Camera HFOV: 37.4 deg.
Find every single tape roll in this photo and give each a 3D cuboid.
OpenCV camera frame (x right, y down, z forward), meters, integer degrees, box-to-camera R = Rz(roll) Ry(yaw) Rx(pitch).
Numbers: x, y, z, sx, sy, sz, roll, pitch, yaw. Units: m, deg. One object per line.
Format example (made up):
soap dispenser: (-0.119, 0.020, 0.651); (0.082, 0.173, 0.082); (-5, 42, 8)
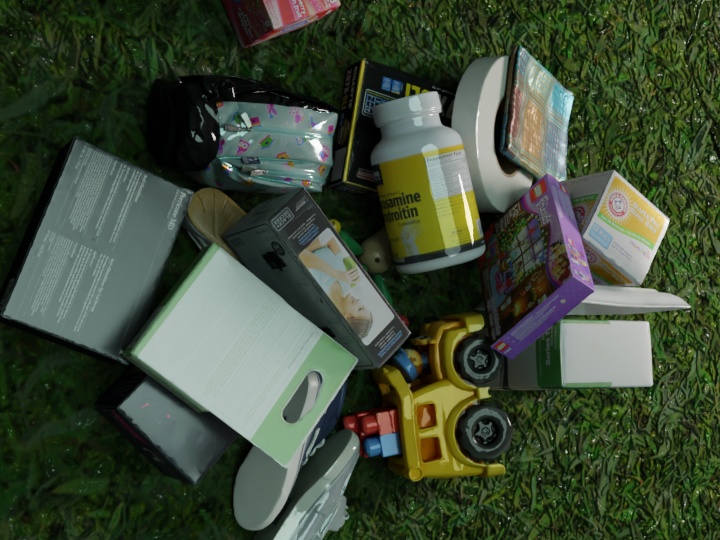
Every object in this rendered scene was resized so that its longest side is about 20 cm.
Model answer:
tape roll: (0.176, -0.173, 1.363); (0.203, 0.037, 0.204); (-7, 98, -58)

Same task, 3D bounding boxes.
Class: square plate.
square plate: (0.281, 0.039, 1.368); (0.199, 0.198, 0.029); (4, 84, -29)

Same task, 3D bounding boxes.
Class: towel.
towel: (0.236, -0.196, 1.405); (0.200, 0.022, 0.147); (20, 75, -58)

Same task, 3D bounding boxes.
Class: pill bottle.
pill bottle: (0.074, -0.103, 1.259); (0.112, 0.112, 0.201); (-16, 94, -29)

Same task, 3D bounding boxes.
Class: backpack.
backpack: (-0.125, -0.150, 1.192); (0.199, 0.167, 0.127); (4, 101, -32)

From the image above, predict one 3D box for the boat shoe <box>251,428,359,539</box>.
boat shoe: (-0.055, 0.281, 1.242); (0.071, 0.070, 0.201); (42, 75, -22)

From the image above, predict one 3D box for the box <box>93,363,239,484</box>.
box: (-0.171, 0.116, 1.163); (0.122, 0.106, 0.200); (48, 67, -16)

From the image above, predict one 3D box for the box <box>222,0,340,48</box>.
box: (-0.118, -0.374, 1.231); (0.100, 0.095, 0.201); (-26, 99, -29)

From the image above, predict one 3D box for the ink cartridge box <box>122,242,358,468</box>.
ink cartridge box: (-0.121, 0.089, 1.101); (0.200, 0.048, 0.146); (40, 68, -14)

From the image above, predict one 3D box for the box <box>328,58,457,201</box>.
box: (0.066, -0.161, 1.348); (0.199, 0.049, 0.160); (14, 78, -28)

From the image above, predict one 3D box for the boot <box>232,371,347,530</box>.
boot: (-0.075, 0.206, 1.234); (0.090, 0.073, 0.201); (16, 97, -55)

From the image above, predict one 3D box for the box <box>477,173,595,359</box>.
box: (0.203, -0.008, 1.277); (0.039, 0.137, 0.200); (31, 33, -24)

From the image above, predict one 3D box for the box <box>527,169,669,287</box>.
box: (0.277, -0.046, 1.370); (0.112, 0.200, 0.102); (36, 70, -22)

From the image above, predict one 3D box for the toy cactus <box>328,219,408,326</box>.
toy cactus: (0.000, 0.000, 1.284); (0.200, 0.102, 0.165); (48, 56, -9)

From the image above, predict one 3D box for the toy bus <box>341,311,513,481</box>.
toy bus: (0.071, 0.159, 1.296); (0.191, 0.136, 0.201); (-6, 88, -13)

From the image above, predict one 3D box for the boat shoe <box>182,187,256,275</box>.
boat shoe: (-0.127, -0.011, 1.217); (0.200, 0.069, 0.071); (48, 63, -13)

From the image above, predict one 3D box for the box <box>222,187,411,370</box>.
box: (-0.048, 0.015, 1.152); (0.060, 0.117, 0.200); (-44, 105, -28)

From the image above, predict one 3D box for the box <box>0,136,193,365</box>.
box: (-0.282, -0.017, 1.126); (0.141, 0.079, 0.201); (25, 75, -22)

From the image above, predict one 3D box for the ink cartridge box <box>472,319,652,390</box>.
ink cartridge box: (0.245, 0.109, 1.345); (0.146, 0.200, 0.083); (2, 82, -30)
